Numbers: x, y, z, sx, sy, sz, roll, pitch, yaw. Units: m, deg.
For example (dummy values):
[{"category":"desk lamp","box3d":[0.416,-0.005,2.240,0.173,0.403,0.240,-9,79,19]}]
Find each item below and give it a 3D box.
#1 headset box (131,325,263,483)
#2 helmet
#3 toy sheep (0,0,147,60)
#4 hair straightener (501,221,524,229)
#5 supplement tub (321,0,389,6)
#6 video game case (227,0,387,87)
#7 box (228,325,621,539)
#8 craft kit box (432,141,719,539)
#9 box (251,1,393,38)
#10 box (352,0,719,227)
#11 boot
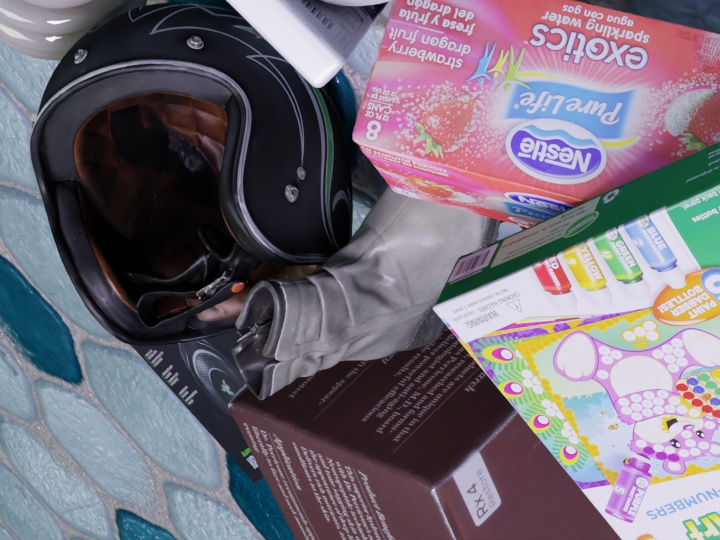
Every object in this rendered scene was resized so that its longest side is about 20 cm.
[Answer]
[{"category":"headset box","box3d":[-0.087,0.032,1.702,0.200,0.093,0.174,49,154,-1]},{"category":"helmet","box3d":[-0.102,-0.067,1.467,0.200,0.199,0.191,134,120,-65]},{"category":"toy sheep","box3d":[-0.192,-0.199,1.495,0.138,0.138,0.200,44,171,7]},{"category":"hair straightener","box3d":[0.113,-0.038,1.363,0.200,0.041,0.077,-6,123,54]},{"category":"supplement tub","box3d":[-0.023,-0.227,1.091,0.200,0.122,0.123,57,162,30]},{"category":"video game case","box3d":[-0.069,-0.181,1.124,0.200,0.023,0.182,44,-160,-6]},{"category":"box","box3d":[0.059,0.116,1.509,0.200,0.164,0.166,18,142,45]},{"category":"craft kit box","box3d":[0.167,0.046,1.090,0.200,0.049,0.198,-25,115,40]},{"category":"box","box3d":[-0.038,-0.224,1.282,0.158,0.048,0.200,6,125,56]},{"category":"box","box3d":[0.108,-0.068,1.145,0.199,0.096,0.100,15,171,16]},{"category":"boot","box3d":[0.000,0.000,1.373,0.068,0.130,0.200,54,146,27]}]
